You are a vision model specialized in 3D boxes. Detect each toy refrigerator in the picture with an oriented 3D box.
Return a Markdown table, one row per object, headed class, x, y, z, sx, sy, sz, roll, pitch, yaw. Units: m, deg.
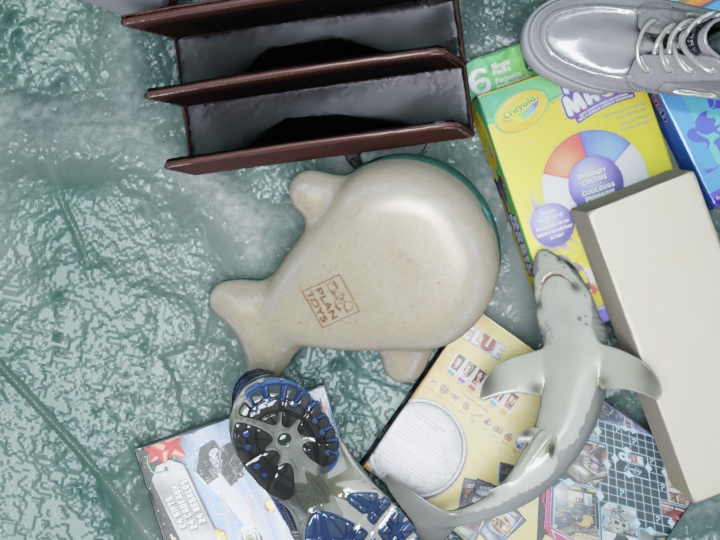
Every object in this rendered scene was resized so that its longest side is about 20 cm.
| class | x | y | z | sx | sy | sz | roll | pitch | yaw |
| --- | --- | --- | --- | --- | --- | --- | --- | --- | --- |
| toy refrigerator | 0.210 | 0.041 | 1.146 | 0.075 | 0.070 | 0.201 | -22 | 95 | -2 |

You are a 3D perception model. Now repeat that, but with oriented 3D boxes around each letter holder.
| class | x | y | z | sx | sy | sz | roll | pitch | yaw |
| --- | --- | --- | --- | --- | --- | --- | --- | --- | --- |
| letter holder | -0.038 | -0.125 | 1.122 | 0.199 | 0.142 | 0.101 | -7 | 90 | 11 |

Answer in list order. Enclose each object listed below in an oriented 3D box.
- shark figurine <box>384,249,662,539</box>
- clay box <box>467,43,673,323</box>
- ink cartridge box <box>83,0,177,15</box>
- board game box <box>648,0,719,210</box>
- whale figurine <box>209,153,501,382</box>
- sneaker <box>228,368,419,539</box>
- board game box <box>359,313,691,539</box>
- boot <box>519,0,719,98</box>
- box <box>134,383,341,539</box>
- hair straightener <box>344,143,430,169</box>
| class | x | y | z | sx | sy | sz | roll | pitch | yaw |
| --- | --- | --- | --- | --- | --- | --- | --- | --- | --- |
| shark figurine | 0.119 | 0.109 | 1.141 | 0.128 | 0.090 | 0.215 | 29 | 83 | 26 |
| clay box | 0.152 | -0.066 | 1.198 | 0.114 | 0.048 | 0.201 | -19 | 90 | -4 |
| ink cartridge box | -0.134 | -0.274 | 1.144 | 0.085 | 0.148 | 0.201 | 17 | 86 | -3 |
| board game box | 0.261 | -0.163 | 1.208 | 0.151 | 0.045 | 0.201 | -27 | 88 | -3 |
| whale figurine | 0.000 | 0.000 | 1.177 | 0.199 | 0.104 | 0.160 | -27 | 101 | 20 |
| sneaker | -0.023 | 0.142 | 1.133 | 0.077 | 0.085 | 0.201 | -29 | 112 | -6 |
| board game box | 0.118 | 0.136 | 1.196 | 0.200 | 0.035 | 0.136 | 36 | 87 | -1 |
| boot | 0.207 | -0.151 | 1.134 | 0.198 | 0.096 | 0.074 | 4 | 87 | -2 |
| box | -0.057 | 0.193 | 1.184 | 0.136 | 0.040 | 0.201 | -18 | 89 | -4 |
| hair straightener | 0.032 | -0.154 | 1.199 | 0.076 | 0.041 | 0.201 | 9 | 88 | -2 |
